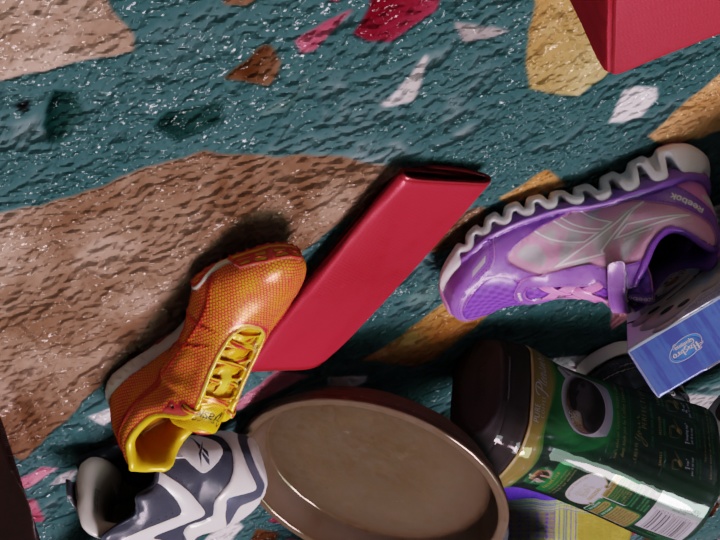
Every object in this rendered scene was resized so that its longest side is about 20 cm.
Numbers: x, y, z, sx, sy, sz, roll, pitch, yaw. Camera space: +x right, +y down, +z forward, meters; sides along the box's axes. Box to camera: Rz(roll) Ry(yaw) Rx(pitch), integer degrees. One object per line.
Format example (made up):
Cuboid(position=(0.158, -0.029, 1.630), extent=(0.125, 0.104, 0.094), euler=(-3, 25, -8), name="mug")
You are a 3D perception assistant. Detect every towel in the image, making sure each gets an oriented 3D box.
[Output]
Cuboid(position=(0.158, 0.185, 1.677), extent=(0.144, 0.023, 0.200), euler=(4, 150, 2), name="towel")

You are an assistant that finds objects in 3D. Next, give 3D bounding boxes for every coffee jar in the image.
Cuboid(position=(0.158, 0.123, 1.488), extent=(0.200, 0.104, 0.085), euler=(20, 137, -16), name="coffee jar")

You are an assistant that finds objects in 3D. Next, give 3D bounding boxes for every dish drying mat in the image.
Cuboid(position=(0.000, 0.000, 1.319), extent=(0.077, 0.018, 0.200), euler=(2, 141, -40), name="dish drying mat")

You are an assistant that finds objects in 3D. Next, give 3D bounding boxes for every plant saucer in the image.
Cuboid(position=(0.011, 0.146, 1.455), extent=(0.200, 0.029, 0.200), euler=(13, 141, 10), name="plant saucer")

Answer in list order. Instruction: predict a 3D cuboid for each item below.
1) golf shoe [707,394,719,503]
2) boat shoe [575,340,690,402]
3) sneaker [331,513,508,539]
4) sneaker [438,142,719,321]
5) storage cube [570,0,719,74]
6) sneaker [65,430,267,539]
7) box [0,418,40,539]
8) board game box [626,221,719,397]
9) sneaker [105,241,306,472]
Cuboid(position=(0.314, 0.094, 1.631), extent=(0.200, 0.078, 0.094), euler=(-48, 135, -7), name="golf shoe")
Cuboid(position=(0.229, 0.118, 1.632), extent=(0.074, 0.066, 0.199), euler=(-28, 151, 6), name="boat shoe")
Cuboid(position=(0.062, 0.176, 1.585), extent=(0.200, 0.084, 0.121), euler=(11, 144, -37), name="sneaker")
Cuboid(position=(0.151, -0.008, 1.347), extent=(0.200, 0.089, 0.081), euler=(-22, 152, -1), name="sneaker")
Cuboid(position=(0.151, -0.225, 0.905), extent=(0.200, 0.171, 0.180), euler=(-22, 152, -5), name="storage cube")
Cuboid(position=(-0.172, 0.175, 1.421), extent=(0.199, 0.080, 0.130), euler=(-38, 144, 30), name="sneaker")
Cuboid(position=(-0.279, 0.219, 1.318), extent=(0.164, 0.166, 0.200), euler=(-17, 150, -11), name="box")
Cuboid(position=(0.272, -0.006, 1.374), extent=(0.200, 0.043, 0.199), euler=(-32, -172, 13), name="board game box")
Cuboid(position=(-0.088, 0.056, 1.286), extent=(0.073, 0.077, 0.200), euler=(4, 139, -38), name="sneaker")
